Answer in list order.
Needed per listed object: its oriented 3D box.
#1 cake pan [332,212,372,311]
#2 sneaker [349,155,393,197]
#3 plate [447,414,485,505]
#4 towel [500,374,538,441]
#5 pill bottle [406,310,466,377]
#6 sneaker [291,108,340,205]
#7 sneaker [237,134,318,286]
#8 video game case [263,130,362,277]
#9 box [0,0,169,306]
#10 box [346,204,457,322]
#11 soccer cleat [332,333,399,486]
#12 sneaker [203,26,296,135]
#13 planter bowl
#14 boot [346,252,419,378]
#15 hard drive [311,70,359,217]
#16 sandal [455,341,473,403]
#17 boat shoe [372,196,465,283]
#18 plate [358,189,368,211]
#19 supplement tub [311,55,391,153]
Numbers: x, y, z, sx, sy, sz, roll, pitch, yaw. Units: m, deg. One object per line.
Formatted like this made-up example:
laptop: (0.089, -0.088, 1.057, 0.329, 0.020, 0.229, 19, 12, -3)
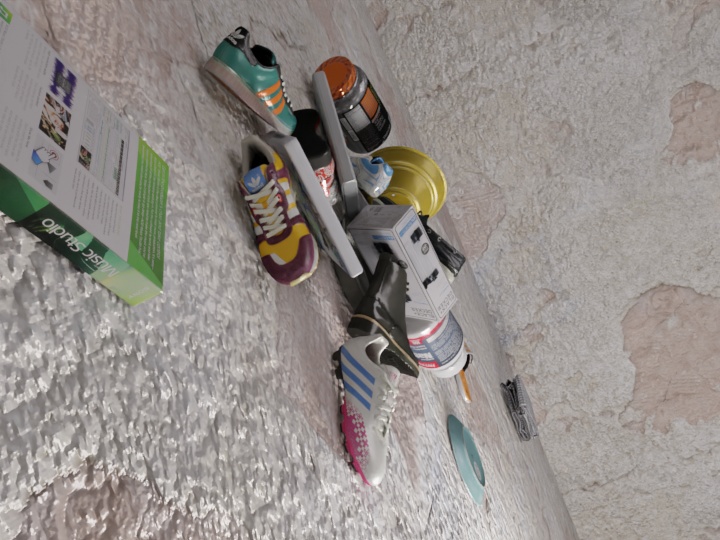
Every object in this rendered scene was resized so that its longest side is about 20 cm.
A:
cake pan: (0.000, 0.000, 1.151, 0.202, 0.036, 0.202, -90, 154, -54)
sneaker: (0.011, -0.199, 1.321, 0.072, 0.072, 0.200, 48, -2, -29)
plate: (0.242, 0.415, 1.462, 0.202, 0.025, 0.202, -90, 154, -57)
towel: (0.603, 0.523, 2.500, 0.167, 0.084, 0.202, -90, 156, -51)
pill bottle: (0.141, 0.128, 1.320, 0.201, 0.118, 0.121, 53, 21, -44)
sneaker: (-0.081, -0.182, 1.082, 0.203, 0.066, 0.110, -112, -170, -53)
sneaker: (-0.110, -0.074, 0.800, 0.090, 0.074, 0.203, 52, 13, -52)
video game case: (-0.071, -0.100, 0.937, 0.203, 0.022, 0.182, 63, -8, -20)
box: (-0.219, -0.084, 0.493, 0.200, 0.036, 0.147, 50, 23, -48)
box: (0.072, -0.011, 1.112, 0.060, 0.115, 0.202, -48, 125, -29)
soccer cleat: (0.017, 0.175, 0.872, 0.070, 0.085, 0.204, 47, 26, -53)
sneaker: (-0.132, -0.258, 0.919, 0.071, 0.081, 0.200, 37, 2, 25)
planter bowl: (0.079, -0.152, 1.383, 0.202, 0.197, 0.084, 58, 33, -33)
boot: (0.064, 0.080, 1.079, 0.200, 0.076, 0.141, 52, 53, -50)
hard drive: (-0.040, -0.207, 1.095, 0.132, 0.026, 0.204, 83, -7, -71)
sandal: (0.275, 0.246, 1.751, 0.079, 0.058, 0.211, 43, 29, -59)
boat shoe: (0.105, -0.067, 1.154, 0.199, 0.066, 0.075, 45, -14, 15)
plate: (0.014, -0.100, 1.271, 0.200, 0.032, 0.201, 55, 3, -46)
supplement tub: (-0.019, -0.354, 1.414, 0.200, 0.120, 0.125, 47, 25, -55)
